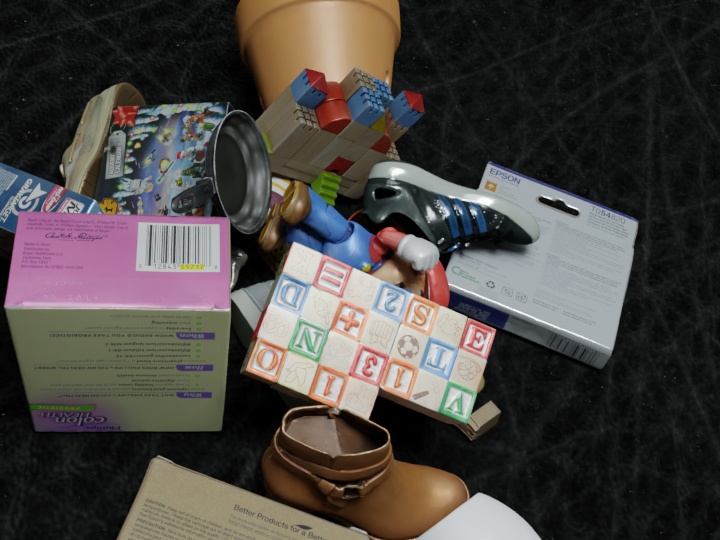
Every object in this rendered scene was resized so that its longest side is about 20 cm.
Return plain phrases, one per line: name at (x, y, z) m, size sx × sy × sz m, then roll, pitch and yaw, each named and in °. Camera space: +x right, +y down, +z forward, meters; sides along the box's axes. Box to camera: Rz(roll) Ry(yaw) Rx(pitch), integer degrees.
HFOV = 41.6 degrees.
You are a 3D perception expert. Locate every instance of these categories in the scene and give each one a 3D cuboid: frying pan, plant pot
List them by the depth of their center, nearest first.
frying pan at (-0.126, -0.069, 0.879) m, size 0.030 × 0.116 × 0.192 m, roll -3°, pitch 38°, yaw 22°
plant pot at (-0.043, -0.234, 1.092) m, size 0.195 × 0.201 × 0.143 m, roll -2°, pitch 69°, yaw -13°

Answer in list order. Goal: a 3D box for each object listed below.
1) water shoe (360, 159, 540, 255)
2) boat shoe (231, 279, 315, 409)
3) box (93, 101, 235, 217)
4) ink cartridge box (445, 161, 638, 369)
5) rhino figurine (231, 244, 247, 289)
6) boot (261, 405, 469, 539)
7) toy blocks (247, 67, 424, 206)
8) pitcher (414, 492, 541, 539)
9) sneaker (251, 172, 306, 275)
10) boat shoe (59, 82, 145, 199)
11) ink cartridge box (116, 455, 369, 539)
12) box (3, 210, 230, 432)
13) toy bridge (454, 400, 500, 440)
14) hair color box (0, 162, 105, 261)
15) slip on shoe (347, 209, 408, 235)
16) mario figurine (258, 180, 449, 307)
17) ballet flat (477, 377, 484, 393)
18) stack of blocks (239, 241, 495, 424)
water shoe at (0.093, -0.048, 1.003) m, size 0.196 × 0.071 × 0.081 m, roll 19°, pitch 79°, yaw -9°
boat shoe at (-0.054, 0.084, 0.917) m, size 0.071 × 0.071 × 0.201 m, roll -27°, pitch 61°, yaw -24°
box at (-0.202, -0.071, 0.958) m, size 0.134 × 0.040 × 0.204 m, roll -1°, pitch 69°, yaw 15°
ink cartridge box at (0.202, -0.011, 1.059) m, size 0.196 × 0.041 × 0.202 m, roll 22°, pitch 52°, yaw 6°
rhino figurine at (-0.175, -0.055, 1.000) m, size 0.086 × 0.060 × 0.202 m, roll -27°, pitch 62°, yaw -6°
boot at (0.014, 0.173, 0.809) m, size 0.195 × 0.156 × 0.075 m, roll 2°, pitch 53°, yaw -10°
toy blocks at (-0.018, -0.152, 1.004) m, size 0.198 × 0.136 × 0.102 m, roll 13°, pitch 48°, yaw -44°
pitcher at (0.102, 0.304, 0.767) m, size 0.170 × 0.122 × 0.202 m, roll -31°, pitch 75°, yaw -13°
sneaker at (-0.084, -0.076, 1.028) m, size 0.089 × 0.076 × 0.201 m, roll -22°, pitch 63°, yaw -25°
boat shoe at (-0.287, -0.110, 1.023) m, size 0.064 × 0.072 × 0.204 m, roll -8°, pitch 59°, yaw 28°
ink cartridge box at (-0.109, 0.268, 0.764) m, size 0.196 × 0.076 × 0.167 m, roll 19°, pitch 51°, yaw 4°
box at (-0.203, 0.051, 0.827) m, size 0.172 × 0.202 × 0.098 m, roll 1°, pitch 52°, yaw -10°
toy bridge at (0.053, 0.091, 0.960) m, size 0.067 × 0.027 × 0.200 m, roll -28°, pitch 63°, yaw -28°
hair color box at (-0.317, -0.045, 0.902) m, size 0.197 × 0.101 × 0.061 m, roll 20°, pitch 67°, yaw 25°
slip on shoe at (0.035, -0.046, 1.039) m, size 0.198 × 0.062 × 0.074 m, roll -28°, pitch 61°, yaw -30°
mario figurine at (0.000, 0.000, 0.921) m, size 0.197 × 0.123 × 0.108 m, roll 27°, pitch 86°, yaw -15°
ballet flat at (0.037, 0.067, 0.892) m, size 0.196 × 0.064 × 0.069 m, roll 16°, pitch 30°, yaw -15°
stack of blocks at (0.007, 0.071, 0.827) m, size 0.197 × 0.059 × 0.117 m, roll 22°, pitch 78°, yaw -9°
